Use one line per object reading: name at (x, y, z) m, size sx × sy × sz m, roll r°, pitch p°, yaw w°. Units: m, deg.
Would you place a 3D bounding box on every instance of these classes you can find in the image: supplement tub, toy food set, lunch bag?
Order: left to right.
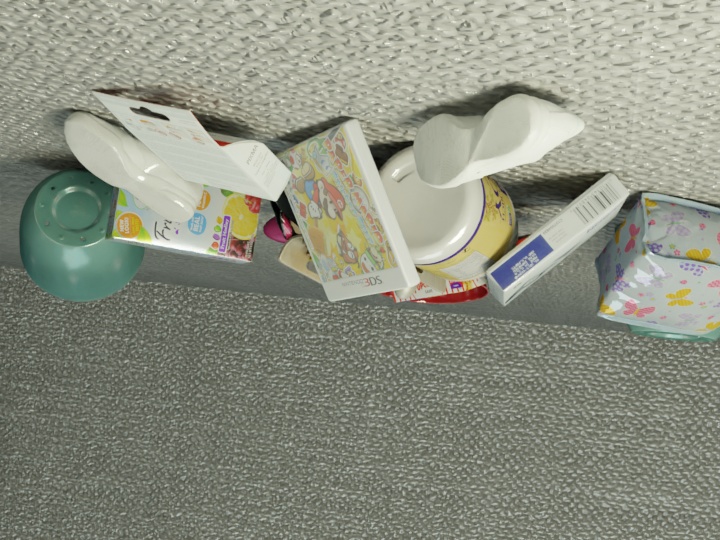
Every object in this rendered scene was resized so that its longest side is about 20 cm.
toy food set at (0.000, 0.000, 1.349) m, size 0.143 × 0.060 × 0.200 m, roll 29°, pitch 158°, yaw -38°
supplement tub at (0.110, -0.065, 1.232) m, size 0.145 × 0.146 × 0.200 m, roll 4°, pitch 173°, yaw 26°
lunch bag at (0.435, -0.004, 1.320) m, size 0.200 × 0.127 × 0.170 m, roll 12°, pitch 146°, yaw -4°

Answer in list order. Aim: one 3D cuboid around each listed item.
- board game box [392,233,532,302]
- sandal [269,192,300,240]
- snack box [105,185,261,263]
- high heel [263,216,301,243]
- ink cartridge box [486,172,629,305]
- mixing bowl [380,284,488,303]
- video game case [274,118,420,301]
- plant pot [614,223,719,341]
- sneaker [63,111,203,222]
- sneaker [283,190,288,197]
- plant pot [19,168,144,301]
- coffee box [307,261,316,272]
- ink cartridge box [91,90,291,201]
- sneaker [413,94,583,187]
board game box at (0.165, -0.005, 1.466) m, size 0.200 × 0.046 × 0.151 m, roll -18°, pitch -176°, yaw -40°
sandal at (-0.104, -0.077, 1.389) m, size 0.200 × 0.045 × 0.075 m, roll 49°, pitch -177°, yaw -44°
snack box at (-0.240, -0.095, 1.372) m, size 0.200 × 0.142 × 0.053 m, roll 11°, pitch 172°, yaw -26°
high heel at (-0.068, -0.074, 1.640) m, size 0.200 × 0.067 × 0.096 m, roll 2°, pitch -178°, yaw 5°
ink cartridge box at (0.251, -0.032, 1.288) m, size 0.041 × 0.200 × 0.200 m, roll 52°, pitch -178°, yaw 10°
mixing bowl at (0.126, -0.016, 1.727) m, size 0.200 × 0.109 × 0.200 m, roll 4°, pitch 165°, yaw 1°
video game case at (-0.022, -0.065, 1.182) m, size 0.023 × 0.200 × 0.182 m, roll -25°, pitch -173°, yaw -32°
plant pot at (0.482, 0.022, 1.501) m, size 0.200 × 0.161 × 0.201 m, roll 7°, pitch 173°, yaw 1°
sneaker at (-0.289, -0.150, 1.284) m, size 0.200 × 0.089 × 0.075 m, roll 39°, pitch 143°, yaw -28°
sneaker at (-0.057, -0.112, 1.346) m, size 0.146 × 0.077 × 0.202 m, roll 23°, pitch 174°, yaw -35°
plant pot at (-0.444, -0.070, 1.572) m, size 0.200 × 0.201 × 0.161 m, roll 8°, pitch 160°, yaw -10°
coffee box at (0.010, -0.026, 1.800) m, size 0.200 × 0.113 × 0.080 m, roll 13°, pitch 172°, yaw -37°
ink cartridge box at (-0.196, -0.160, 1.170) m, size 0.160 × 0.047 × 0.200 m, roll 16°, pitch 162°, yaw 32°
sneaker at (0.136, -0.125, 0.997) m, size 0.088 × 0.075 × 0.200 m, roll -2°, pitch 178°, yaw -34°
